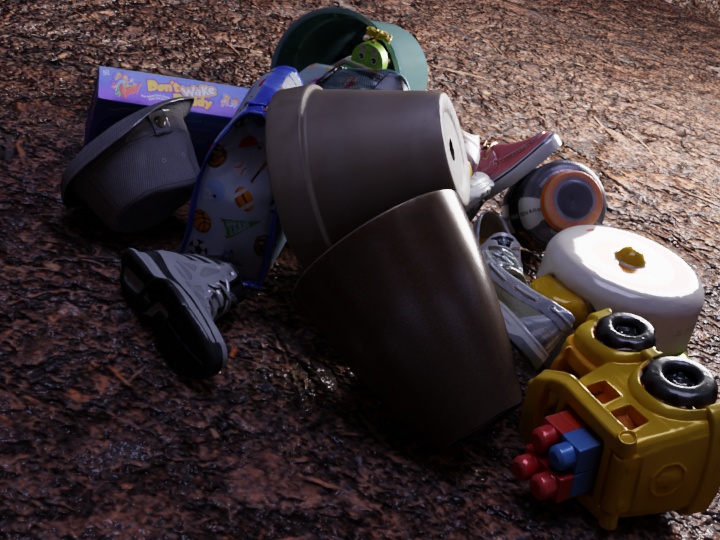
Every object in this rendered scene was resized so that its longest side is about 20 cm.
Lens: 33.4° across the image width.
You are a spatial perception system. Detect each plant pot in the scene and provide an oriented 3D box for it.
[{"bbox_3d":[-0.002,-0.276,1.723,0.198,0.203,0.196,23,20,15],"label":"plant pot"},{"bbox_3d":[0.016,-0.106,1.230,0.171,0.203,0.201,-12,22,17],"label":"plant pot"},{"bbox_3d":[0.064,0.061,1.129,0.185,0.187,0.202,-17,71,-46],"label":"plant pot"}]

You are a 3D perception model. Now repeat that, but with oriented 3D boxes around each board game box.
[{"bbox_3d":[-0.230,-0.180,1.469,0.197,0.135,0.046,6,64,-19],"label":"board game box"}]

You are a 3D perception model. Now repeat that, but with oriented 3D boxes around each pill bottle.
[{"bbox_3d":[0.239,-0.079,1.475,0.104,0.108,0.200,14,-1,-2],"label":"pill bottle"}]

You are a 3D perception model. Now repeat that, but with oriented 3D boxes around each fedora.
[{"bbox_3d":[-0.237,-0.106,1.338,0.091,0.176,0.200,51,25,5],"label":"fedora"}]

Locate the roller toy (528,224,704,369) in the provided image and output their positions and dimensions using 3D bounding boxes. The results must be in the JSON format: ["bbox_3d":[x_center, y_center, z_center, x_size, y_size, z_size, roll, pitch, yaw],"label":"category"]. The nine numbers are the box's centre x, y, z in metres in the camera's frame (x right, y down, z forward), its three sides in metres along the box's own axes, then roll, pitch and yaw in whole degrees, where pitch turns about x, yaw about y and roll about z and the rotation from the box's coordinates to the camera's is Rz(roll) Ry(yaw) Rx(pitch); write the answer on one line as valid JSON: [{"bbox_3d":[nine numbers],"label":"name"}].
[{"bbox_3d":[0.277,0.037,1.328,0.197,0.142,0.183,16,27,2],"label":"roller toy"}]

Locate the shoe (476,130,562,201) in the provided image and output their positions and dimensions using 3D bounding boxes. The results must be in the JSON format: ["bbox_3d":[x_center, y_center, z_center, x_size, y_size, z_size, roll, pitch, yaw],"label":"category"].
[{"bbox_3d":[0.151,-0.139,1.509,0.092,0.199,0.071,55,30,-2],"label":"shoe"}]

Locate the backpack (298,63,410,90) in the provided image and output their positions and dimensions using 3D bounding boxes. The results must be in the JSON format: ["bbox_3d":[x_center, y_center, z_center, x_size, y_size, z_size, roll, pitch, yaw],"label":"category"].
[{"bbox_3d":[-0.032,-0.160,1.493,0.153,0.178,0.199,-39,41,-24],"label":"backpack"}]

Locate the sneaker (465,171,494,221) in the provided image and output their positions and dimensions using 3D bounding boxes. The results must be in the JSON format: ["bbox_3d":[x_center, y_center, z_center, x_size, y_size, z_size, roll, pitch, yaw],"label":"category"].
[{"bbox_3d":[0.083,-0.089,1.410,0.099,0.078,0.199,45,38,13],"label":"sneaker"}]

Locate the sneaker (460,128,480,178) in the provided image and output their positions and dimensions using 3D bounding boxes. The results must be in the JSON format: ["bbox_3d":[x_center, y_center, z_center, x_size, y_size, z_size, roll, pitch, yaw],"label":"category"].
[{"bbox_3d":[0.041,-0.156,1.367,0.198,0.075,0.091,26,49,-2],"label":"sneaker"}]

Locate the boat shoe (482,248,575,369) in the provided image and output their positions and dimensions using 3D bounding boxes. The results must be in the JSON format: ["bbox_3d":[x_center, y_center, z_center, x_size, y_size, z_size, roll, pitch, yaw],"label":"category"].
[{"bbox_3d":[0.160,0.028,1.221,0.075,0.065,0.202,47,7,-21],"label":"boat shoe"}]

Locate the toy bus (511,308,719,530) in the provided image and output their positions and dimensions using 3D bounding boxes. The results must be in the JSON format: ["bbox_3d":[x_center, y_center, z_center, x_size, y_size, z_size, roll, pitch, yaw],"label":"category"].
[{"bbox_3d":[0.216,0.144,1.126,0.189,0.138,0.200,-11,34,-24],"label":"toy bus"}]

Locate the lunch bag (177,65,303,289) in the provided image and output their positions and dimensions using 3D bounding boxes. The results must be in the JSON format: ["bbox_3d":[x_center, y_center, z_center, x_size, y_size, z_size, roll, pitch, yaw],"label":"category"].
[{"bbox_3d":[-0.112,-0.110,1.330,0.122,0.203,0.171,15,26,2],"label":"lunch bag"}]

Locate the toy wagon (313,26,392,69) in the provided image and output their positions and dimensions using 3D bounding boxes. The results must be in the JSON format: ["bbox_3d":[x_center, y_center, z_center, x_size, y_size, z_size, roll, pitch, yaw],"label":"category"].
[{"bbox_3d":[-0.005,-0.222,1.590,0.153,0.203,0.040,25,30,18],"label":"toy wagon"}]

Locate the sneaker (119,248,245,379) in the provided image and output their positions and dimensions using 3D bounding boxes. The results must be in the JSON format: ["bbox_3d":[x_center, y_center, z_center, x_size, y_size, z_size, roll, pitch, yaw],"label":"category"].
[{"bbox_3d":[-0.151,0.031,1.184,0.114,0.077,0.200,-6,32,-32],"label":"sneaker"}]

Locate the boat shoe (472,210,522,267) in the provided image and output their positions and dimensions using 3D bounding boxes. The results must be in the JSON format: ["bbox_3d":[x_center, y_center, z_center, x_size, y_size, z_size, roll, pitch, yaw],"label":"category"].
[{"bbox_3d":[0.161,-0.010,1.430,0.070,0.071,0.201,13,27,-6],"label":"boat shoe"}]
